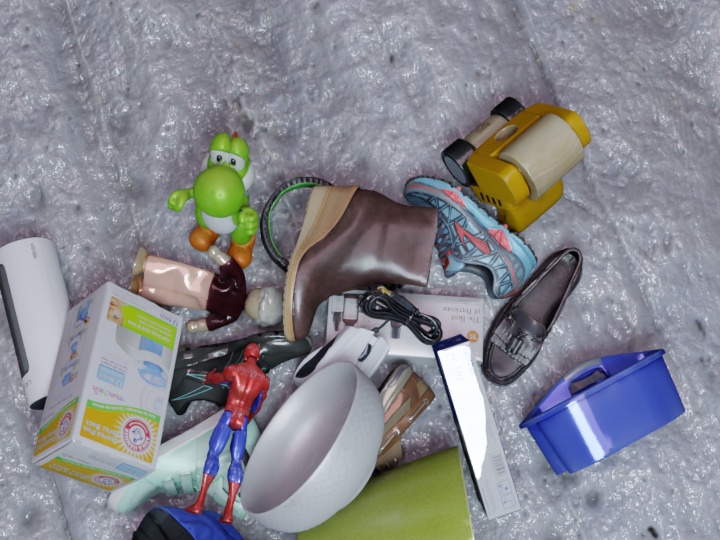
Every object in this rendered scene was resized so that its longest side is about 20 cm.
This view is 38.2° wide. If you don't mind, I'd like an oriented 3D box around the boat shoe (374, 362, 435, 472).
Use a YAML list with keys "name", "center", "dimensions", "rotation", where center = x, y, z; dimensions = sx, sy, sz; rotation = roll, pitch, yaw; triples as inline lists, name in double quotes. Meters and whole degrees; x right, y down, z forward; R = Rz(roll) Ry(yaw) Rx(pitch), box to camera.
- name: "boat shoe"
  center: [0.021, 0.210, 1.258]
  dimensions: [0.071, 0.076, 0.202]
  rotation: [35, 84, -1]

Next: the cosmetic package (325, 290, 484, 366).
- name: "cosmetic package"
  center: [0.055, 0.073, 1.308]
  dimensions: [0.195, 0.051, 0.084]
  rotation: [3, 75, 0]

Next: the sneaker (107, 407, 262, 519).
- name: "sneaker"
  center: [-0.196, 0.258, 1.238]
  dimensions: [0.198, 0.074, 0.119]
  rotation: [-32, 73, -11]

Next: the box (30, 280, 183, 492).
- name: "box"
  center: [-0.291, 0.137, 1.208]
  dimensions: [0.112, 0.101, 0.203]
  rotation: [30, 49, -32]

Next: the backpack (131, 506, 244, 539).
- name: "backpack"
  center: [-0.172, 0.369, 1.161]
  dimensions: [0.198, 0.167, 0.165]
  rotation: [29, 92, 37]

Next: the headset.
- name: "headset"
  center: [-0.033, -0.035, 1.313]
  dimensions: [0.199, 0.094, 0.125]
  rotation: [35, 76, -8]

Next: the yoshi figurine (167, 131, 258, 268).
- name: "yoshi figurine"
  center: [-0.171, -0.076, 1.260]
  dimensions: [0.111, 0.201, 0.113]
  rotation: [-17, 60, -19]

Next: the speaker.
- name: "speaker"
  center: [-0.393, 0.067, 1.288]
  dimensions: [0.080, 0.081, 0.203]
  rotation: [-17, 76, -6]

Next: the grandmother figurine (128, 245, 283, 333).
- name: "grandmother figurine"
  center: [-0.187, 0.024, 1.305]
  dimensions: [0.196, 0.123, 0.061]
  rotation: [16, 35, -6]

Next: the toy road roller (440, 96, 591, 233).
- name: "toy road roller"
  center: [0.208, -0.119, 1.299]
  dimensions: [0.122, 0.200, 0.147]
  rotation: [-39, 114, -10]

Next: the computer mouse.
- name: "computer mouse"
  center: [-0.003, 0.104, 1.245]
  dimensions: [0.109, 0.200, 0.044]
  rotation: [30, 32, -28]

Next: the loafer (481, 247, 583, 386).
- name: "loafer"
  center: [0.216, 0.052, 1.309]
  dimensions: [0.071, 0.063, 0.201]
  rotation: [33, 77, 8]

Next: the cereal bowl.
- name: "cereal bowl"
  center: [-0.042, 0.206, 1.160]
  dimensions: [0.083, 0.199, 0.201]
  rotation: [41, 76, -19]

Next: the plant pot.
- name: "plant pot"
  center: [0.032, 0.311, 1.184]
  dimensions: [0.196, 0.187, 0.191]
  rotation: [-10, 75, 4]

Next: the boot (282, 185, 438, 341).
- name: "boot"
  center: [0.000, 0.000, 1.245]
  dimensions: [0.163, 0.072, 0.204]
  rotation: [13, 79, 5]

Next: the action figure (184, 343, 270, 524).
- name: "action figure"
  center: [-0.156, 0.184, 1.201]
  dimensions: [0.064, 0.099, 0.204]
  rotation: [21, 71, -19]

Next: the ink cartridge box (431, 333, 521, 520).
- name: "ink cartridge box"
  center: [0.136, 0.181, 1.230]
  dimensions: [0.043, 0.094, 0.204]
  rotation: [-17, 92, 0]

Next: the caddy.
- name: "caddy"
  center: [0.285, 0.160, 1.241]
  dimensions: [0.197, 0.142, 0.106]
  rotation: [-26, 79, -9]

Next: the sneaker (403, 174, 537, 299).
- name: "sneaker"
  center: [0.126, -0.040, 1.326]
  dimensions: [0.199, 0.079, 0.096]
  rotation: [37, 79, 9]

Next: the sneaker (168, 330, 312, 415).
- name: "sneaker"
  center: [-0.151, 0.123, 1.288]
  dimensions: [0.196, 0.075, 0.081]
  rotation: [-13, 84, 5]
